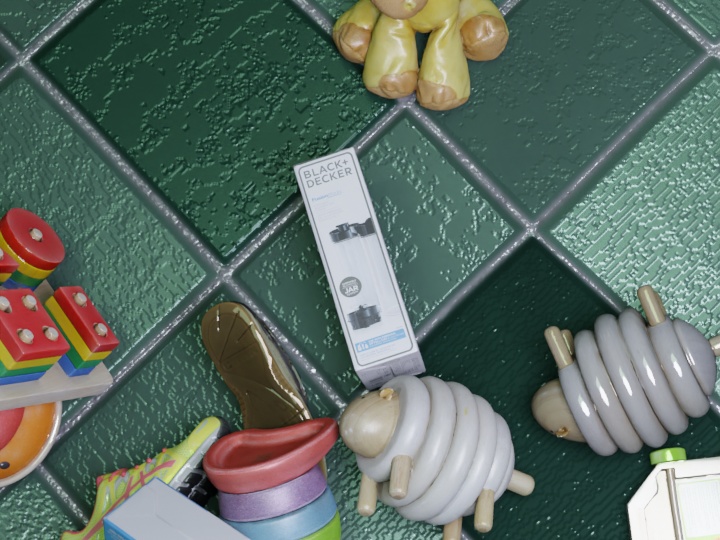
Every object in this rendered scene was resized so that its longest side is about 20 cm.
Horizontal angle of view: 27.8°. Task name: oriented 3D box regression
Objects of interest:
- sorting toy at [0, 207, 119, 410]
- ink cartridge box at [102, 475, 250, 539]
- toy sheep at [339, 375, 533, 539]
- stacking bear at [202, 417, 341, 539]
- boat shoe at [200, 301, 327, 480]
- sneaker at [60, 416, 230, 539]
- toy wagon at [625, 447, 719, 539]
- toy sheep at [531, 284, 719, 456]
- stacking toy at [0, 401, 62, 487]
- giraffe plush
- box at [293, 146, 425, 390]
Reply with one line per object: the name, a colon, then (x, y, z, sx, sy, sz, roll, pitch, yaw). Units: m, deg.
sorting toy: (-0.322, 0.022, 1.327, 0.070, 0.200, 0.199, -42, 75, 19)
ink cartridge box: (-0.157, 0.291, 1.274, 0.115, 0.201, 0.068, 29, 46, 27)
toy sheep: (0.068, 0.163, 1.283, 0.199, 0.138, 0.139, 27, 78, -25)
stacking bear: (-0.063, 0.248, 1.283, 0.120, 0.114, 0.202, -10, 102, 20)
boat shoe: (-0.079, 0.117, 1.351, 0.073, 0.065, 0.201, -22, 94, 19)
sneaker: (-0.201, 0.205, 1.341, 0.090, 0.078, 0.200, 37, 79, 23)
toy wagon: (0.340, 0.231, 1.292, 0.198, 0.040, 0.157, -7, 76, 4)
toy sheep: (0.244, 0.092, 1.291, 0.199, 0.138, 0.139, -26, 74, 18)
stacking toy: (-0.369, 0.116, 1.313, 0.145, 0.200, 0.148, -3, 76, 11)
giraffe plush: (0.060, -0.273, 1.380, 0.171, 0.162, 0.202, 18, 79, 10)
box: (0.000, 0.000, 1.346, 0.060, 0.117, 0.202, -18, 74, 2)
